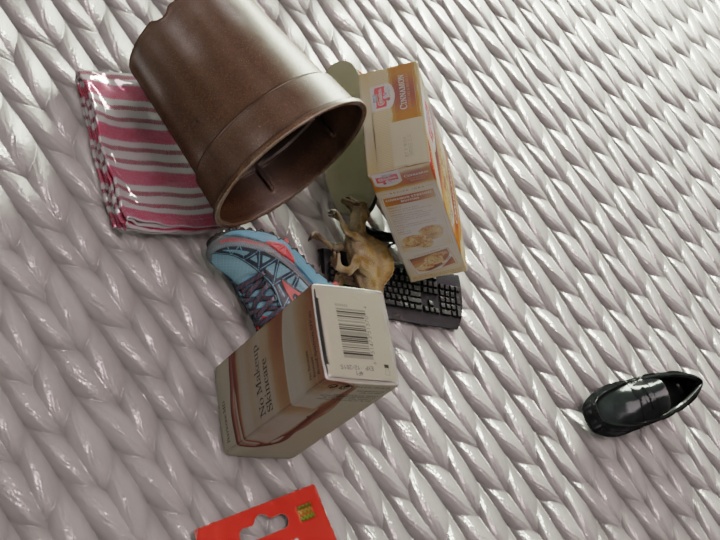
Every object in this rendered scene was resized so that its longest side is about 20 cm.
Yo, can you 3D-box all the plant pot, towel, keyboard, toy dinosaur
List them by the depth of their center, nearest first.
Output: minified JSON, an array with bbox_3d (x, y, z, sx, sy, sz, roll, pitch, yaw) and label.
[{"bbox_3d":[-0.131,-0.184,1.350,0.200,0.200,0.199,-29,75,-44],"label":"plant pot"},{"bbox_3d":[-0.221,-0.131,1.382,0.146,0.030,0.201,-2,65,-39],"label":"towel"},{"bbox_3d":[0.000,0.000,1.430,0.101,0.058,0.201,-1,71,-38],"label":"toy dinosaur"},{"bbox_3d":[0.038,0.000,1.508,0.199,0.021,0.128,11,58,-34],"label":"keyboard"}]

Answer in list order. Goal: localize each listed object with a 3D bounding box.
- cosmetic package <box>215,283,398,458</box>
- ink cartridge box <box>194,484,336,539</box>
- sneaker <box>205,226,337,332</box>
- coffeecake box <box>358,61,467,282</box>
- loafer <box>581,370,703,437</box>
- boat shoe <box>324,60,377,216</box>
[{"bbox_3d":[-0.057,0.103,1.246,0.087,0.200,0.104,7,58,-33],"label":"cosmetic package"},{"bbox_3d":[-0.052,0.314,1.226,0.162,0.050,0.201,-13,76,-42],"label":"ink cartridge box"},{"bbox_3d":[-0.084,0.033,1.353,0.199,0.079,0.096,35,50,-16],"label":"sneaker"},{"bbox_3d":[0.061,-0.110,1.452,0.200,0.073,0.154,65,16,-51],"label":"coffeecake box"},{"bbox_3d":[0.360,0.163,1.621,0.200,0.070,0.068,-8,69,-40],"label":"loafer"},{"bbox_3d":[-0.006,-0.154,1.539,0.063,0.071,0.201,45,35,-66],"label":"boat shoe"}]
